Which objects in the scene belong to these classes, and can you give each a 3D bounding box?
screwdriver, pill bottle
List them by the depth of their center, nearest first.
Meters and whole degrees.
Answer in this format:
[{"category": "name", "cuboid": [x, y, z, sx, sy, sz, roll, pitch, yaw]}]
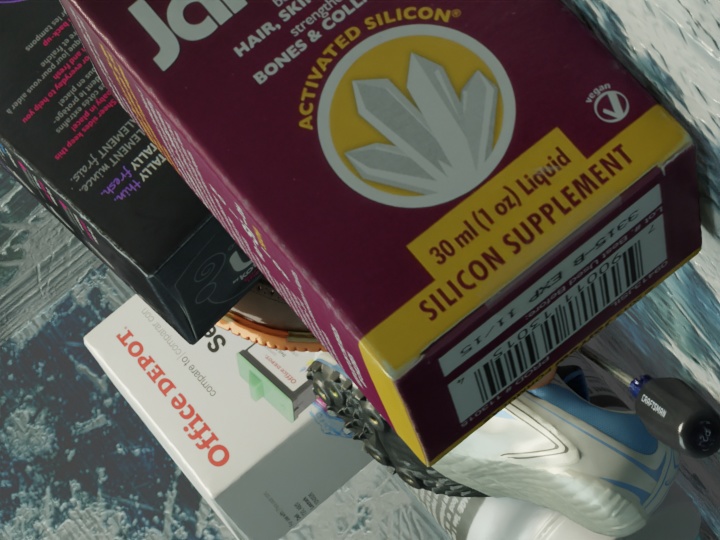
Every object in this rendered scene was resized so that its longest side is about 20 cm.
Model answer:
[{"category": "screwdriver", "cuboid": [0.123, 0.047, 1.249, 0.200, 0.028, 0.029, -131, 34, -68]}, {"category": "pill bottle", "cuboid": [0.076, 0.086, 1.403, 0.200, 0.114, 0.114, 49, 174, 28]}]

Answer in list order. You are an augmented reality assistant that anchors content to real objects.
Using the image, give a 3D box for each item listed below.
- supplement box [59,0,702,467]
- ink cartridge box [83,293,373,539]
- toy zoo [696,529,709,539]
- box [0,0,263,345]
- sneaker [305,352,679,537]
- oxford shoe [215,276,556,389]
[{"category": "supplement box", "cuboid": [0.007, -0.055, 0.940, 0.200, 0.131, 0.103, 48, 173, 22]}, {"category": "ink cartridge box", "cuboid": [-0.035, 0.039, 1.555, 0.145, 0.200, 0.084, 48, 175, 32]}, {"category": "toy zoo", "cuboid": [0.184, 0.166, 1.541, 0.131, 0.020, 0.200, 50, 174, 17]}, {"category": "box", "cuboid": [-0.112, -0.083, 1.252, 0.200, 0.122, 0.106, 43, 172, 19]}, {"category": "sneaker", "cuboid": [0.064, 0.072, 1.315, 0.200, 0.073, 0.072, 16, 148, 31]}, {"category": "oxford shoe", "cuboid": [0.000, 0.000, 1.289, 0.071, 0.200, 0.073, -53, -29, -65]}]
